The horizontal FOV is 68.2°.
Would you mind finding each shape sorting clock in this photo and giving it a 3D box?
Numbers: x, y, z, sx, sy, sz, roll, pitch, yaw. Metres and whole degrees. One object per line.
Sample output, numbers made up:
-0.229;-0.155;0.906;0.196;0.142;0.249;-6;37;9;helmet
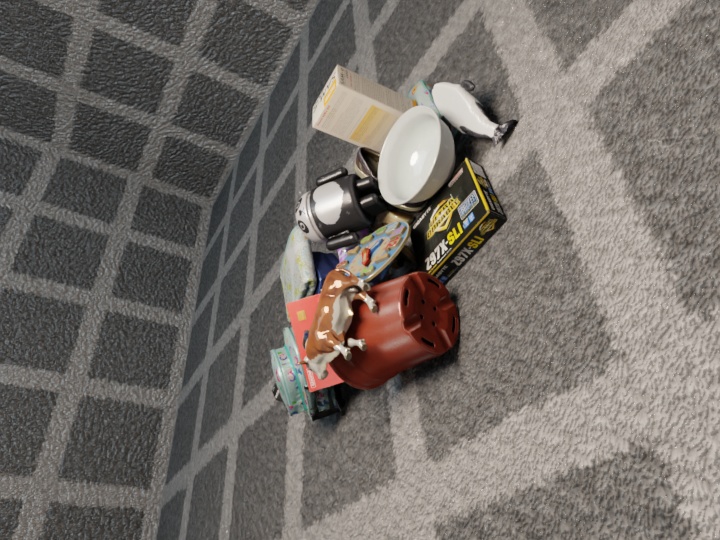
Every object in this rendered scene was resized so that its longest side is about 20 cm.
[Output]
0.016;-0.029;1.048;0.200;0.039;0.200;-32;23;15;shape sorting clock

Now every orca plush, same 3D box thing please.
0.228;-0.313;1.042;0.200;0.071;0.105;34;124;42;orca plush

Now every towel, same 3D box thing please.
-0.153;0.012;1.312;0.200;0.048;0.171;115;146;-48;towel

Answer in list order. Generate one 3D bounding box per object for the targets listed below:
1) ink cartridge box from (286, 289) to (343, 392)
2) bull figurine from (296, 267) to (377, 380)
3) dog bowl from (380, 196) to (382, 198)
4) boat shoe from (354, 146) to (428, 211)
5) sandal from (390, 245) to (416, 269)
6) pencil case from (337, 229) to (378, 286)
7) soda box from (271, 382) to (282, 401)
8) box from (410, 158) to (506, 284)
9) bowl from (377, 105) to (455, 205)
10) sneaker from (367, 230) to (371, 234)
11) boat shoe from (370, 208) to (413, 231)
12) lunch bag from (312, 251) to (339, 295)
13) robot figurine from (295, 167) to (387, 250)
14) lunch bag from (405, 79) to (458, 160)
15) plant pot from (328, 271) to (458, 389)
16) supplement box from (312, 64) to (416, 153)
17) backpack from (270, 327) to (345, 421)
-0.050;0.135;1.109;0.045;0.176;0.200;77;176;-81;ink cartridge box
-0.041;0.095;0.913;0.121;0.065;0.201;8;86;41;bull figurine
0.011;-0.189;1.308;0.200;0.059;0.200;-46;12;13;dog bowl
0.064;-0.205;1.178;0.072;0.200;0.065;-44;-21;-15;boat shoe
0.067;-0.035;1.158;0.054;0.080;0.200;-52;18;-8;sandal
0.000;0.000;1.204;0.085;0.084;0.200;-37;60;42;pencil case
-0.173;0.260;1.456;0.200;0.071;0.063;-68;25;6;soda box
0.177;-0.088;1.019;0.200;0.049;0.160;-51;34;36;box
0.127;-0.222;1.077;0.201;0.090;0.202;-25;60;53;bowl
-0.052;-0.099;1.405;0.073;0.112;0.200;-69;26;8;sneaker
0.065;-0.111;1.236;0.200;0.072;0.065;-147;72;-70;boat shoe
-0.067;0.035;1.330;0.200;0.132;0.136;-123;39;-58;lunch bag
-0.046;-0.136;1.160;0.200;0.125;0.150;-18;31;21;robot figurine
0.141;-0.328;1.214;0.161;0.077;0.200;-56;29;32;lunch bag
0.061;0.103;0.979;0.195;0.200;0.201;-27;50;45;plant pot
0.010;-0.343;1.165;0.126;0.200;0.074;-46;36;45;supplement box
-0.125;0.221;1.220;0.178;0.150;0.200;-134;37;-64;backpack
